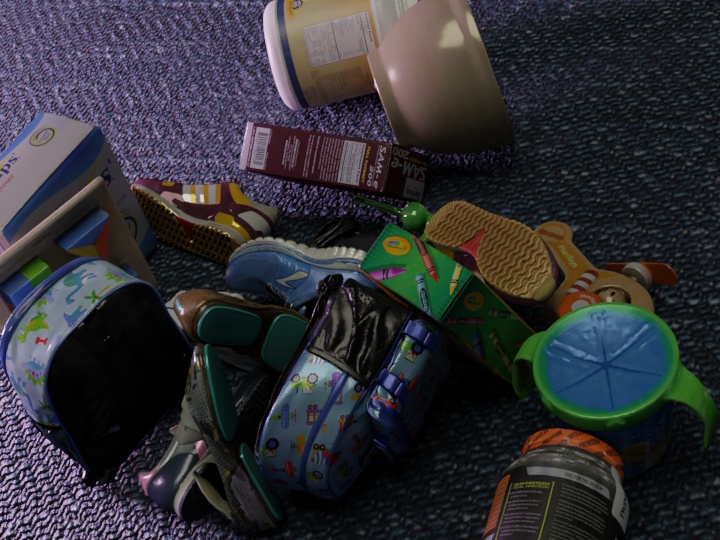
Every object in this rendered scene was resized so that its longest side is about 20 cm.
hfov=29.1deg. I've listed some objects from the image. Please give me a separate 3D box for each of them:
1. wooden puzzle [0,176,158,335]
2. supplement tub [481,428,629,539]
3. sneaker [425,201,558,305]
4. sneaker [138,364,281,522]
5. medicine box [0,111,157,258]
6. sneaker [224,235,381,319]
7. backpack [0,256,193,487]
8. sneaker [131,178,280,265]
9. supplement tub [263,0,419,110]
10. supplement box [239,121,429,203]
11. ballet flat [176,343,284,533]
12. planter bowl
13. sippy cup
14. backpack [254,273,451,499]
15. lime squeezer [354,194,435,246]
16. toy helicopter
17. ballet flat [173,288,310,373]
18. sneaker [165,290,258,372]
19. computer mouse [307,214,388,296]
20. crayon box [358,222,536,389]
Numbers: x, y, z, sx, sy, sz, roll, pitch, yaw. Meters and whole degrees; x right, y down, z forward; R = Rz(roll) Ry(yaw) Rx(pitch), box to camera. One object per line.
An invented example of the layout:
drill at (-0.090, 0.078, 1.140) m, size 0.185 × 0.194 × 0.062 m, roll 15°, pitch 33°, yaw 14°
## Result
wooden puzzle at (-0.317, 0.022, 1.542) m, size 0.185 × 0.201 × 0.046 m, roll -42°, pitch 52°, yaw -21°
supplement tub at (0.166, 0.248, 1.215) m, size 0.121 × 0.123 × 0.201 m, roll 5°, pitch 50°, yaw 23°
sneaker at (0.152, -0.005, 1.452) m, size 0.075 × 0.090 × 0.200 m, roll -45°, pitch 37°, yaw -4°
sneaker at (-0.154, 0.162, 1.444) m, size 0.081 × 0.071 × 0.200 m, roll 20°, pitch 56°, yaw 29°
medicine box at (-0.355, -0.046, 1.618) m, size 0.102 × 0.201 × 0.183 m, roll 16°, pitch 55°, yaw 31°
sneaker at (-0.069, 0.019, 1.502) m, size 0.198 × 0.079 × 0.090 m, roll 4°, pitch 65°, yaw 33°
backpack at (-0.288, 0.087, 1.463) m, size 0.146 × 0.201 × 0.183 m, roll 28°, pitch 62°, yaw 31°
sneaker at (-0.188, -0.073, 1.684) m, size 0.199 × 0.075 × 0.090 m, roll 26°, pitch 52°, yaw 29°
supplement tub at (-0.012, -0.293, 1.769) m, size 0.198 × 0.145 × 0.145 m, roll -12°, pitch 45°, yaw 8°
supplement box at (-0.031, -0.127, 1.638) m, size 0.198 × 0.109 × 0.062 m, roll 12°, pitch 91°, yaw 28°
ballet flat at (-0.141, 0.171, 1.355) m, size 0.071 × 0.202 × 0.072 m, roll -21°, pitch 14°, yaw 5°
planter bowl at (0.087, -0.222, 1.633) m, size 0.133 × 0.201 × 0.201 m, roll -20°, pitch 45°, yaw 5°
sippy cup at (0.237, 0.123, 1.301) m, size 0.139 × 0.131 × 0.178 m, roll -28°, pitch 45°, yaw -7°
backpack at (-0.013, 0.133, 1.352) m, size 0.133 × 0.183 × 0.201 m, roll 25°, pitch 71°, yaw 16°
lime squeezer at (0.055, -0.049, 1.583) m, size 0.070 × 0.038 × 0.200 m, roll -21°, pitch 28°, yaw -10°
toy helicopter at (0.243, 0.007, 1.449) m, size 0.131 × 0.079 × 0.201 m, roll -24°, pitch 41°, yaw -5°
ballet flat at (-0.114, 0.058, 1.416) m, size 0.072 × 0.199 × 0.068 m, roll 32°, pitch 100°, yaw 43°
sneaker at (-0.144, 0.058, 1.536) m, size 0.198 × 0.073 × 0.071 m, roll 13°, pitch 55°, yaw 29°
computer mouse at (0.000, 0.000, 1.555) m, size 0.199 × 0.053 × 0.139 m, roll 25°, pitch 60°, yaw 36°
crayon box at (0.097, 0.039, 1.376) m, size 0.118 × 0.200 × 0.059 m, roll 33°, pitch 85°, yaw 39°
